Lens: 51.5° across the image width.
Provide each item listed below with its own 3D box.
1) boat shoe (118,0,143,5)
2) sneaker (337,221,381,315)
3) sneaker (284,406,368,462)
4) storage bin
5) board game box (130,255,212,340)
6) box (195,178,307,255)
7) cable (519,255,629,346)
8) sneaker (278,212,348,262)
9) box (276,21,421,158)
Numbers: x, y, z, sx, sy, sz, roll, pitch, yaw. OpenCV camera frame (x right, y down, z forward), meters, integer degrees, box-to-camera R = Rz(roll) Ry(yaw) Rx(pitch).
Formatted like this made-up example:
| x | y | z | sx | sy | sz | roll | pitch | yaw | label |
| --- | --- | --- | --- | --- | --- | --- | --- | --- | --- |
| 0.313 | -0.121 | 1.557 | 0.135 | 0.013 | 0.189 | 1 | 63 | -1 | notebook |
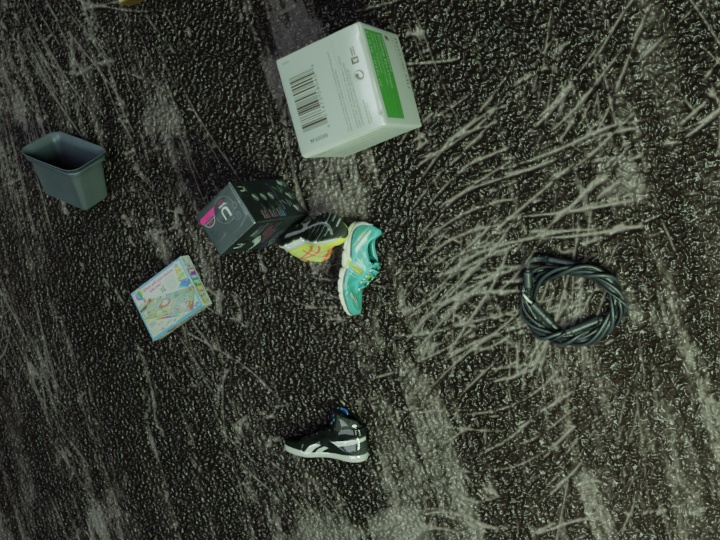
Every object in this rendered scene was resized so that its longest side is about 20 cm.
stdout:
| x | y | z | sx | sy | sz | roll | pitch | yaw | label |
| --- | --- | --- | --- | --- | --- | --- | --- | --- | --- |
| -0.492 | -0.674 | 1.715 | 0.199 | 0.074 | 0.070 | -12 | 98 | 30 | boat shoe |
| 0.000 | 0.000 | 1.555 | 0.079 | 0.077 | 0.202 | 11 | 103 | 18 | sneaker |
| -0.076 | 0.354 | 1.656 | 0.198 | 0.073 | 0.113 | 1 | 95 | 20 | sneaker |
| -0.728 | -0.251 | 1.888 | 0.199 | 0.146 | 0.135 | 21 | 135 | 24 | storage bin |
| -0.468 | 0.069 | 1.841 | 0.199 | 0.034 | 0.135 | -32 | 82 | 29 | board game box |
| -0.228 | -0.117 | 1.585 | 0.122 | 0.200 | 0.106 | -39 | 80 | 27 | box |
| 0.386 | 0.063 | 1.364 | 0.199 | 0.051 | 0.165 | 14 | 104 | 26 | cable |
| -0.082 | -0.061 | 1.572 | 0.199 | 0.078 | 0.090 | -6 | 137 | 50 | sneaker |
| -0.020 | -0.342 | 1.453 | 0.199 | 0.171 | 0.201 | -15 | 91 | 29 | box |
